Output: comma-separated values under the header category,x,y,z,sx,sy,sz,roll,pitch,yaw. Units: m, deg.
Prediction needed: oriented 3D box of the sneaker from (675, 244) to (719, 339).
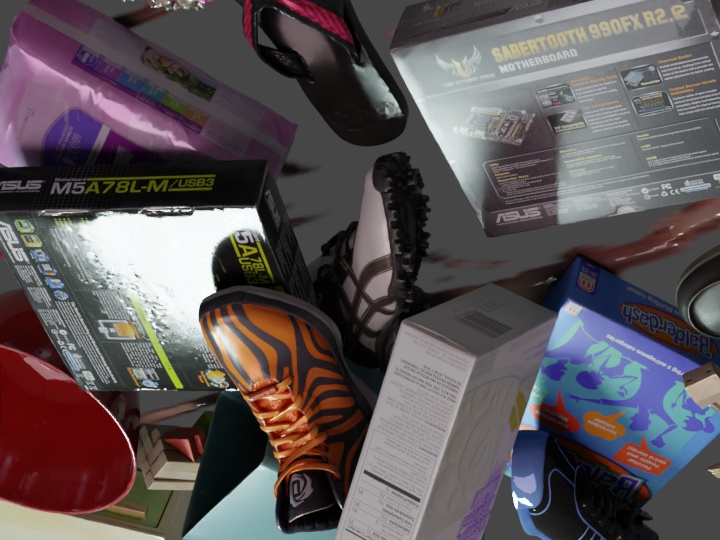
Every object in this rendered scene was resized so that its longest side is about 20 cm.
category,x,y,z,sx,sy,sz,roll,pitch,yaw
sneaker,0.290,0.033,1.022,0.199,0.107,0.075,-6,131,26

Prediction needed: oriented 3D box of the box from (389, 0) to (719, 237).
category,x,y,z,sx,sy,sz,roll,pitch,yaw
box,0.138,-0.106,0.985,0.199,0.049,0.159,-10,128,29

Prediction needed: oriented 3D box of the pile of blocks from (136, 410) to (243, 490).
category,x,y,z,sx,sy,sz,roll,pitch,yaw
pile of blocks,-0.088,0.160,1.330,0.199,0.082,0.062,27,123,-22

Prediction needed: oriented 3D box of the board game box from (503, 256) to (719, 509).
category,x,y,z,sx,sy,sz,roll,pitch,yaw
board game box,0.172,0.094,1.176,0.151,0.045,0.200,26,138,-6

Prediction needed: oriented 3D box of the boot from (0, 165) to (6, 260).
category,x,y,z,sx,sy,sz,roll,pitch,yaw
boot,-0.288,-0.015,1.173,0.199,0.145,0.072,36,134,-18

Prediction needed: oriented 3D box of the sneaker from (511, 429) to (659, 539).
category,x,y,z,sx,sy,sz,roll,pitch,yaw
sneaker,0.170,0.180,1.186,0.077,0.071,0.200,-6,139,24

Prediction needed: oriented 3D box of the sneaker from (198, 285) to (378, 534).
category,x,y,z,sx,sy,sz,roll,pitch,yaw
sneaker,-0.040,0.100,1.066,0.077,0.113,0.200,-19,135,26

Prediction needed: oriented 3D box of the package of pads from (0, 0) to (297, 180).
category,x,y,z,sx,sy,sz,roll,pitch,yaw
package of pads,-0.154,-0.091,1.094,0.199,0.076,0.121,29,140,-8

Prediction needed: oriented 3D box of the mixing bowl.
category,x,y,z,sx,sy,sz,roll,pitch,yaw
mixing bowl,-0.253,0.087,1.288,0.198,0.109,0.201,10,136,10

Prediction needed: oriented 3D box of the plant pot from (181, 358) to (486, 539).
category,x,y,z,sx,sy,sz,roll,pitch,yaw
plant pot,-0.007,0.158,1.246,0.199,0.142,0.141,28,137,-17

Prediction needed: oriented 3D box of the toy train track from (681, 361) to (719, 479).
category,x,y,z,sx,sy,sz,roll,pitch,yaw
toy train track,0.278,0.117,1.117,0.114,0.033,0.200,-28,139,25

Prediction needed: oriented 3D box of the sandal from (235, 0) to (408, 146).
category,x,y,z,sx,sy,sz,roll,pitch,yaw
sandal,-0.035,-0.147,1.012,0.075,0.045,0.200,-15,126,33

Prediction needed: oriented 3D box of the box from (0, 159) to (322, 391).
category,x,y,z,sx,sy,sz,roll,pitch,yaw
box,-0.131,0.009,1.099,0.191,0.048,0.201,-3,140,14

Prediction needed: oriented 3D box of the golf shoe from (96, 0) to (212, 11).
category,x,y,z,sx,sy,sz,roll,pitch,yaw
golf shoe,-0.165,-0.210,0.993,0.199,0.075,0.092,11,98,31

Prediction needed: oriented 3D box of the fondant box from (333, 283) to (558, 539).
category,x,y,z,sx,sy,sz,roll,pitch,yaw
fondant box,0.052,0.119,1.072,0.058,0.144,0.201,25,110,22

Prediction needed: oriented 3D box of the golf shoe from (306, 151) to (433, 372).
category,x,y,z,sx,sy,sz,roll,pitch,yaw
golf shoe,0.000,0.000,1.125,0.094,0.078,0.201,10,135,12

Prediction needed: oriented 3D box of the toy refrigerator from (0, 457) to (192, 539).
category,x,y,z,sx,sy,sz,roll,pitch,yaw
toy refrigerator,-0.249,0.198,1.423,0.198,0.076,0.070,12,137,11
